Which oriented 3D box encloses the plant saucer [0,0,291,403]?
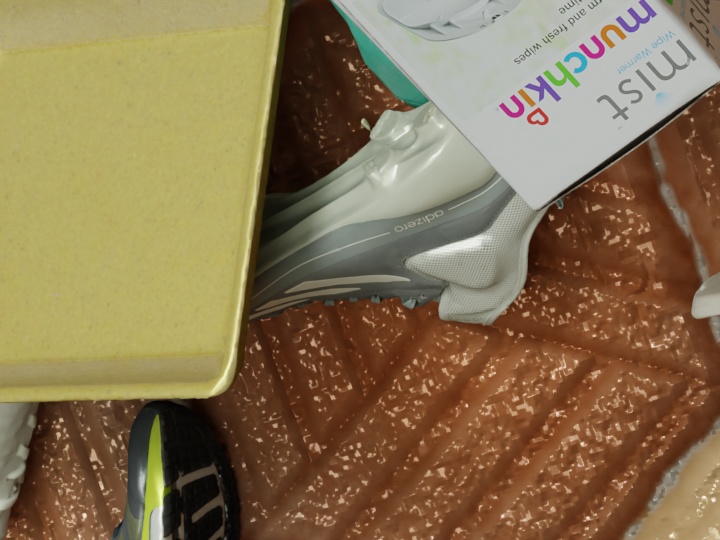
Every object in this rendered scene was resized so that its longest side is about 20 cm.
[{"bbox_3d":[-0.114,-0.034,1.235,0.199,0.048,0.201,-3,71,30],"label":"plant saucer"}]

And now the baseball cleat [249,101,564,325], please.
[{"bbox_3d":[0.000,0.000,1.242,0.106,0.070,0.200,41,135,-22],"label":"baseball cleat"}]

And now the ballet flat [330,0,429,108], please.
[{"bbox_3d":[-0.005,-0.156,1.209,0.067,0.070,0.200,-35,88,-16],"label":"ballet flat"}]

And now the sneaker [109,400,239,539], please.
[{"bbox_3d":[-0.109,0.153,1.313,0.081,0.074,0.201,13,103,21],"label":"sneaker"}]

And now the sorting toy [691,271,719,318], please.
[{"bbox_3d":[0.212,0.064,1.111,0.107,0.180,0.200,-43,84,23],"label":"sorting toy"}]

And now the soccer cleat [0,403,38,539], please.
[{"bbox_3d":[-0.176,0.071,1.333,0.086,0.070,0.200,38,109,-16],"label":"soccer cleat"}]

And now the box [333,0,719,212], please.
[{"bbox_3d":[0.048,-0.149,1.095,0.097,0.200,0.176,-36,110,24],"label":"box"}]
